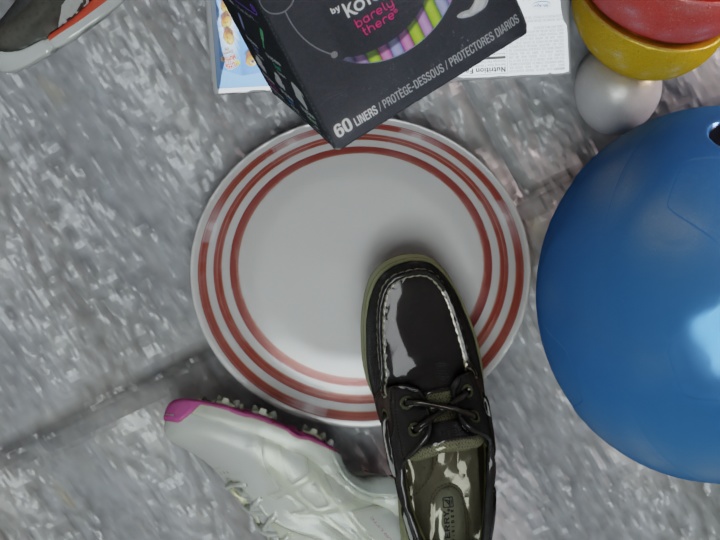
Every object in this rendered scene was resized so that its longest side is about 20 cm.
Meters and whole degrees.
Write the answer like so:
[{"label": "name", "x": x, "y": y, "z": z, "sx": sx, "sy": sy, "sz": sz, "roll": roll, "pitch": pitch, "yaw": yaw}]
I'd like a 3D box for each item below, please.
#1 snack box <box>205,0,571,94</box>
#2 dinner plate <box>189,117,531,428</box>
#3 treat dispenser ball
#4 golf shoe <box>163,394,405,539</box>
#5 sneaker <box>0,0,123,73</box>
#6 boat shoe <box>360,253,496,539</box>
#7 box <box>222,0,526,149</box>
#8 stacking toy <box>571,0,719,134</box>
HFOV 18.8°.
[{"label": "snack box", "x": 0.015, "y": -0.138, "z": 1.187, "sx": 0.198, "sy": 0.024, "sz": 0.073, "roll": -3, "pitch": 107, "yaw": 2}, {"label": "dinner plate", "x": 0.000, "y": 0.000, "z": 1.264, "sx": 0.198, "sy": 0.024, "sz": 0.202, "roll": 0, "pitch": 118, "yaw": 1}, {"label": "treat dispenser ball", "x": 0.193, "y": 0.013, "z": 1.169, "sx": 0.199, "sy": 0.201, "sz": 0.203, "roll": 0, "pitch": 117, "yaw": 0}, {"label": "golf shoe", "x": -0.035, "y": 0.143, "z": 1.292, "sx": 0.199, "sy": 0.075, "sz": 0.092, "roll": 27, "pitch": 78, "yaw": -11}, {"label": "sneaker", "x": -0.135, "y": -0.190, "z": 1.150, "sx": 0.200, "sy": 0.077, "sz": 0.082, "roll": -43, "pitch": 100, "yaw": 8}, {"label": "boat shoe", "x": 0.047, "y": 0.091, "z": 1.242, "sx": 0.073, "sy": 0.065, "sz": 0.202, "roll": -15, "pitch": 104, "yaw": -9}, {"label": "box", "x": -0.021, "y": -0.183, "z": 1.071, "sx": 0.122, "sy": 0.106, "sz": 0.201, "roll": -33, "pitch": 119, "yaw": -7}, {"label": "stacking toy", "x": 0.155, "y": -0.149, "z": 1.145, "sx": 0.145, "sy": 0.147, "sz": 0.201, "roll": 13, "pitch": 131, "yaw": -6}]
